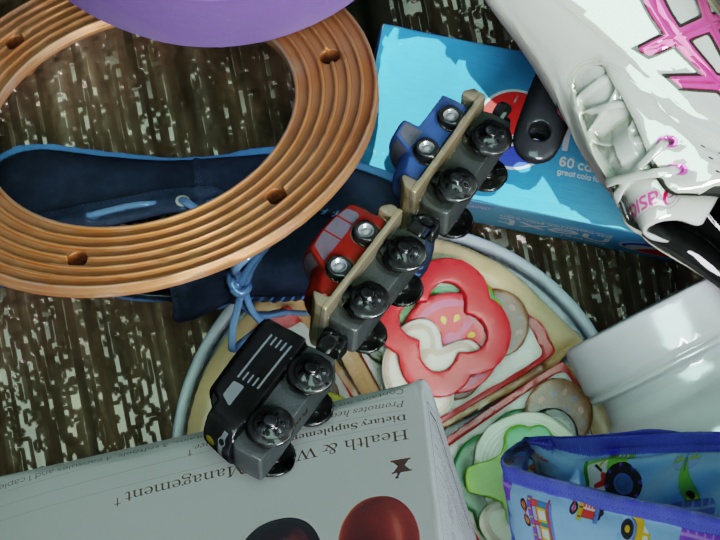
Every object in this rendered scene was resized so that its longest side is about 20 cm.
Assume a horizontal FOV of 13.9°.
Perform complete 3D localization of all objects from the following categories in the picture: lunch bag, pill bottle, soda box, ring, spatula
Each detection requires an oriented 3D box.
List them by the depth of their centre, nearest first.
[{"bbox_3d":[0.123,0.144,1.142,0.094,0.199,0.152,-24,105,-37],"label":"lunch bag"},{"bbox_3d":[0.166,0.103,1.217,0.112,0.112,0.201,-26,87,-4],"label":"pill bottle"},{"bbox_3d":[-0.089,-0.058,1.219,0.199,0.019,0.201,-7,44,6],"label":"ring"},{"bbox_3d":[0.097,-0.116,1.242,0.056,0.021,0.201,20,48,5],"label":"spatula"},{"bbox_3d":[0.098,-0.048,1.256,0.199,0.064,0.068,11,83,-1],"label":"soda box"}]

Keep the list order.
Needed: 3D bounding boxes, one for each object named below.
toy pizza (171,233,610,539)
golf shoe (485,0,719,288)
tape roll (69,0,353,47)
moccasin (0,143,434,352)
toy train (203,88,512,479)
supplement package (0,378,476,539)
[{"bbox_3d":[0.019,0.079,1.256,0.199,0.032,0.202,0,84,-2],"label":"toy pizza"},{"bbox_3d":[0.120,-0.060,1.156,0.200,0.073,0.092,42,41,-10],"label":"golf shoe"},{"bbox_3d":[-0.061,-0.197,1.204,0.198,0.085,0.202,0,82,-3],"label":"tape roll"},{"bbox_3d":[-0.068,-0.004,1.229,0.199,0.081,0.068,0,40,15],"label":"moccasin"},{"bbox_3d":[0.000,0.000,1.163,0.046,0.034,0.200,28,58,17],"label":"toy train"},{"bbox_3d":[-0.042,0.175,1.127,0.190,0.201,0.148,-14,126,5],"label":"supplement package"}]
